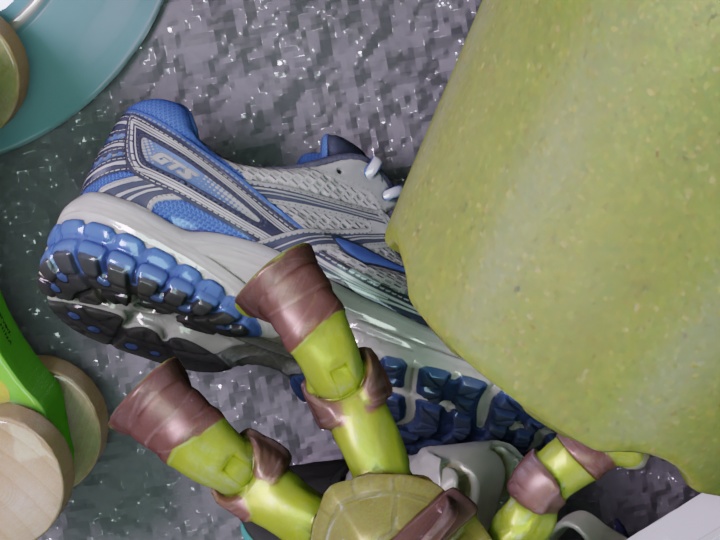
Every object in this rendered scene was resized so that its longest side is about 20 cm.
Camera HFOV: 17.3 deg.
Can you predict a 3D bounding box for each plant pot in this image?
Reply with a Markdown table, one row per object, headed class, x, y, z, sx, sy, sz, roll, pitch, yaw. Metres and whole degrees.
| class | x | y | z | sx | sy | sz | roll | pitch | yaw |
| --- | --- | --- | --- | --- | --- | --- | --- | --- | --- |
| plant pot | 0.104 | -0.049 | 0.629 | 0.200 | 0.200 | 0.185 | 31 | 109 | -2 |

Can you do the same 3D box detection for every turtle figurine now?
| class | x | y | z | sx | sy | sz | roll | pitch | yaw |
| --- | --- | --- | --- | --- | --- | --- | --- | --- | --- |
| turtle figurine | -0.001 | 0.085 | 0.692 | 0.200 | 0.064 | 0.161 | -44 | 86 | 16 |

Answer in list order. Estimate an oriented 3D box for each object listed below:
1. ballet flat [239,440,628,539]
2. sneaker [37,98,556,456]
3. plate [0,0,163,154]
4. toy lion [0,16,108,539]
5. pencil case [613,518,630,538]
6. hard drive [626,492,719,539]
| class | x | y | z | sx | sy | sz | roll | pitch | yaw |
| --- | --- | --- | --- | --- | --- | --- | --- | --- | --- |
| ballet flat | 0.049 | 0.096 | 0.758 | 0.199 | 0.068 | 0.069 | 28 | 119 | 24 |
| sneaker | 0.000 | 0.000 | 0.771 | 0.199 | 0.077 | 0.086 | 23 | 65 | -17 |
| plate | -0.156 | -0.133 | 0.788 | 0.199 | 0.026 | 0.202 | 0 | 97 | 2 |
| toy lion | -0.191 | 0.024 | 0.783 | 0.190 | 0.069 | 0.201 | -8 | 106 | 10 |
| pencil case | 0.153 | 0.166 | 0.781 | 0.087 | 0.087 | 0.201 | -19 | 97 | 4 |
| hard drive | 0.116 | 0.164 | 0.695 | 0.131 | 0.026 | 0.201 | -30 | 112 | -7 |
